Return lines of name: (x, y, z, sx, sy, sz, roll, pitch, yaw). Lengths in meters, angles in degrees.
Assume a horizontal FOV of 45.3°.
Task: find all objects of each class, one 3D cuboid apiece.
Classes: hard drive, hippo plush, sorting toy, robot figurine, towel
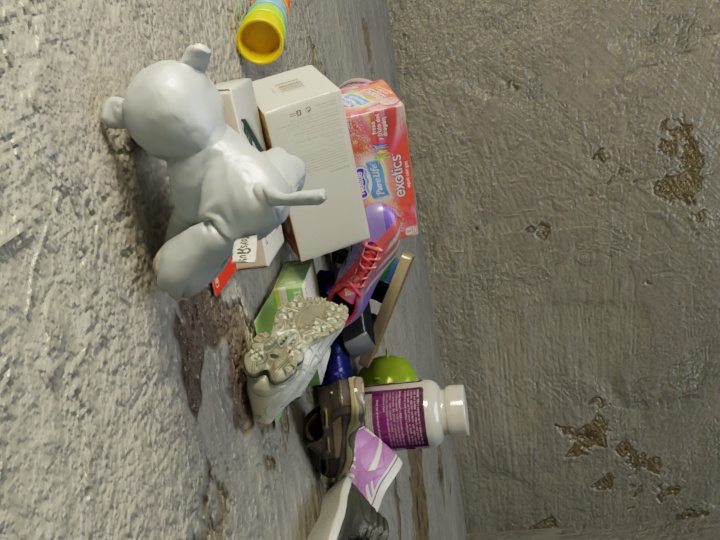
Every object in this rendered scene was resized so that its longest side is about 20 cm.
hard drive: (-0.007, 0.064, 1.338, 0.200, 0.042, 0.136, 65, 17, -78)
hippo plush: (-0.143, -0.081, 0.704, 0.161, 0.159, 0.200, 49, 3, -13)
sorting toy: (0.026, 0.055, 1.526, 0.199, 0.069, 0.201, -19, 131, -85)
robot figurine: (0.058, 0.244, 1.621, 0.176, 0.115, 0.201, -68, 152, -47)
towel: (-0.049, 0.109, 1.312, 0.148, 0.049, 0.201, -86, 167, -78)

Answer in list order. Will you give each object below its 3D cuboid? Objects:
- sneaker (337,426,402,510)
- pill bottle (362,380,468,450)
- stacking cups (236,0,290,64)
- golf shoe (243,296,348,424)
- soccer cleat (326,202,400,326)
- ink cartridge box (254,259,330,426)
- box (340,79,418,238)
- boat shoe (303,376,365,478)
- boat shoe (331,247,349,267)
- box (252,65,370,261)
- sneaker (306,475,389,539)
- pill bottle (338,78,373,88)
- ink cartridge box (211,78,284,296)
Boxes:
sneaker: (-0.020, 0.318, 1.310, 0.114, 0.073, 0.201, 49, 34, -7)
pill bottle: (0.077, 0.242, 1.439, 0.112, 0.199, 0.113, -7, 90, -80)
stacking cups: (-0.124, -0.342, 1.143, 0.200, 0.060, 0.061, -90, 169, -52)
golf shoe: (-0.079, 0.101, 1.018, 0.200, 0.078, 0.098, -42, 147, -55)
soccer cleat: (0.000, 0.000, 1.161, 0.077, 0.066, 0.200, -62, 178, -53)
ink cartridge box: (-0.083, 0.087, 1.110, 0.200, 0.048, 0.146, -78, 160, -69)
box: (0.013, -0.145, 1.186, 0.103, 0.094, 0.201, -115, -167, -55)
boat shoe: (-0.043, 0.215, 1.189, 0.075, 0.073, 0.201, -99, -164, -47)
boat shoe: (-0.014, -0.050, 1.451, 0.065, 0.073, 0.201, -82, 180, -54)
box: (-0.068, -0.135, 1.077, 0.124, 0.097, 0.201, -127, -159, -57)
sneaker: (-0.011, 0.356, 1.148, 0.099, 0.071, 0.200, 43, 15, -3)
pill bottle: (-0.008, -0.271, 1.604, 0.200, 0.112, 0.113, -82, 163, -57)
ink cartridge box: (-0.136, -0.095, 0.930, 0.174, 0.043, 0.201, -74, 156, -70)
